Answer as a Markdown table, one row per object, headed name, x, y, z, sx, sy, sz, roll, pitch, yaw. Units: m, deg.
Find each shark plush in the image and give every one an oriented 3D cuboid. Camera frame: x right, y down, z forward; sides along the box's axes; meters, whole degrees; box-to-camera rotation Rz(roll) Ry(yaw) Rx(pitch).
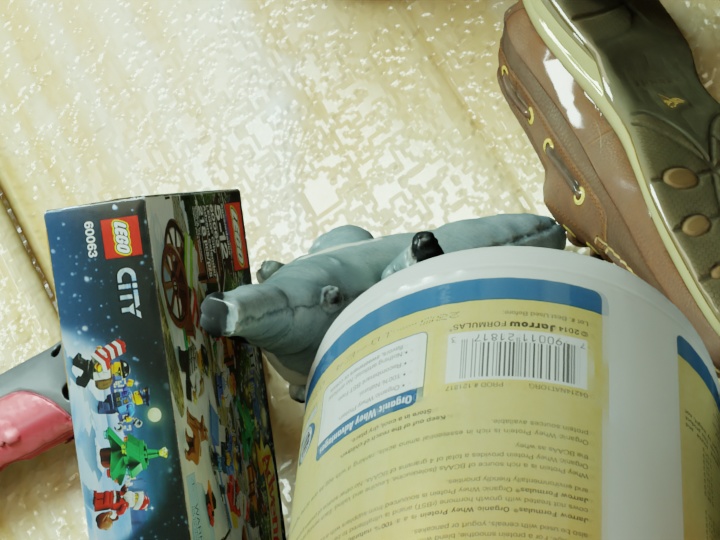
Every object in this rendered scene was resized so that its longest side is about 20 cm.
| name | x | y | z | sx | sy | sz | roll | pitch | yaw |
| --- | --- | --- | --- | --- | --- | --- | --- | --- | --- |
| shark plush | 0.000 | 0.000 | 0.783 | 0.083 | 0.200 | 0.091 | -30 | 65 | 28 |

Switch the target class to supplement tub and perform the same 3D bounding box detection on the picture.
| name | x | y | z | sx | sy | sz | roll | pitch | yaw |
| --- | --- | --- | --- | --- | --- | --- | --- | --- | --- |
| supplement tub | 0.046 | 0.107 | 0.672 | 0.144 | 0.145 | 0.201 | -13 | 42 | 18 |

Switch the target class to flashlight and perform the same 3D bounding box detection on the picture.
| name | x | y | z | sx | sy | sz | roll | pitch | yaw |
| --- | --- | --- | --- | --- | --- | --- | --- | --- | --- |
| flashlight | -0.139 | 0.070 | 0.888 | 0.199 | 0.068 | 0.068 | -30 | 92 | 12 |

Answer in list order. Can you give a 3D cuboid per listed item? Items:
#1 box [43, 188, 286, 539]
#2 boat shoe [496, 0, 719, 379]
| name | x | y | z | sx | sy | sz | roll | pitch | yaw |
| --- | --- | --- | --- | --- | --- | --- | --- | --- | --- |
| box | -0.063 | 0.072 | 0.769 | 0.038 | 0.137 | 0.201 | -7 | 92 | 11 |
| boat shoe | 0.110 | -0.034 | 0.824 | 0.068 | 0.072 | 0.201 | -57 | 47 | 40 |
